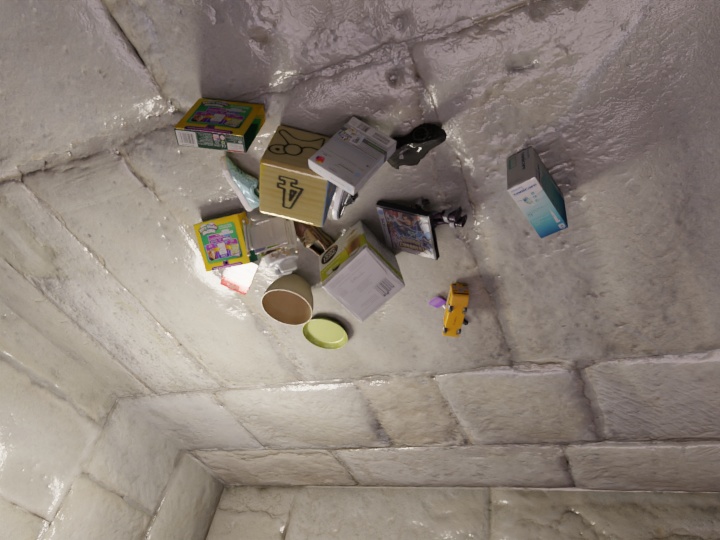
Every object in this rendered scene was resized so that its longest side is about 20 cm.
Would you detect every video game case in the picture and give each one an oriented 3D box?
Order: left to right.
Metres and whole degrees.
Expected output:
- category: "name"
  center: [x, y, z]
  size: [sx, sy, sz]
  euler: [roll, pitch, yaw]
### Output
- category: "video game case"
  center: [0.150, -0.127, 1.657]
  size: [0.198, 0.026, 0.182]
  euler: [18, 143, 33]

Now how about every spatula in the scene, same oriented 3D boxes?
- category: "spatula"
  center: [0.336, 0.156, 1.955]
  size: [0.199, 0.021, 0.056]
  euler: [37, 128, -22]

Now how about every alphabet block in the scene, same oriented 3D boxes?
- category: "alphabet block"
  center: [-0.175, -0.276, 1.526]
  size: [0.197, 0.197, 0.198]
  euler: [14, 135, 1]

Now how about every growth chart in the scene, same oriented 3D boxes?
- category: "growth chart"
  center: [-0.297, -0.109, 1.711]
  size: [0.196, 0.148, 0.018]
  euler: [-5, 176, 16]

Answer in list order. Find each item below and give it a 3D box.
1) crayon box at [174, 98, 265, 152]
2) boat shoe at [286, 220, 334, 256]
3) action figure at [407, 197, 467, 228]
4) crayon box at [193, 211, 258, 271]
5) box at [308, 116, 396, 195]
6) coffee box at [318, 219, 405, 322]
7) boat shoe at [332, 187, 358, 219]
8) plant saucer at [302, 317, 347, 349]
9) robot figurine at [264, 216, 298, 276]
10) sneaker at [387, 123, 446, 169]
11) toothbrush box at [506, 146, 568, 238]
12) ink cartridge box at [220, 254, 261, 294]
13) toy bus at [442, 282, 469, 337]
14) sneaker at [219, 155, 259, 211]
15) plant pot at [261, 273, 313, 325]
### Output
- category: "crayon box"
  center: [-0.387, -0.406, 1.450]
  size: [0.196, 0.174, 0.059]
  euler: [8, 134, 7]
- category: "boat shoe"
  center: [-0.170, -0.114, 1.776]
  size: [0.199, 0.075, 0.075]
  euler: [35, 133, -21]
- category: "action figure"
  center: [0.226, -0.164, 1.625]
  size: [0.197, 0.070, 0.131]
  euler: [4, 145, 33]
- category: "crayon box"
  center: [-0.475, -0.100, 1.831]
  size: [0.197, 0.058, 0.176]
  euler: [-9, 100, 23]
- category: "box"
  center: [-0.019, -0.312, 1.404]
  size: [0.155, 0.200, 0.041]
  euler: [32, 153, 17]
- category: "coffee box"
  center: [0.000, 0.000, 1.720]
  size: [0.199, 0.199, 0.200]
  euler: [-40, 119, 16]
- category: "boat shoe"
  center: [-0.040, -0.235, 1.625]
  size: [0.067, 0.072, 0.202]
  euler: [17, 130, -1]
- category: "plant saucer"
  center: [-0.147, 0.259, 2.187]
  size: [0.196, 0.031, 0.202]
  euler: [7, 136, 7]
- category: "robot figurine"
  center: [-0.282, -0.084, 1.774]
  size: [0.169, 0.112, 0.203]
  euler: [-30, 78, 48]
- category: "sneaker"
  center: [0.157, -0.345, 1.464]
  size: [0.197, 0.077, 0.091]
  euler: [-11, 142, 34]
- category: "toothbrush box"
  center: [0.488, -0.215, 1.441]
  size: [0.084, 0.148, 0.200]
  euler: [-23, 126, 33]
- category: "ink cartridge box"
  center: [-0.452, -0.005, 1.970]
  size: [0.115, 0.068, 0.201]
  euler: [25, 136, -10]
- category: "toy bus"
  center: [0.341, 0.148, 1.883]
  size: [0.064, 0.079, 0.202]
  euler: [4, 129, -2]
- category: "sneaker"
  center: [-0.373, -0.290, 1.667]
  size: [0.081, 0.074, 0.201]
  euler: [-24, 128, 5]
- category: "plant pot"
  center: [-0.261, 0.091, 1.968]
  size: [0.197, 0.136, 0.202]
  euler: [8, 137, 7]
